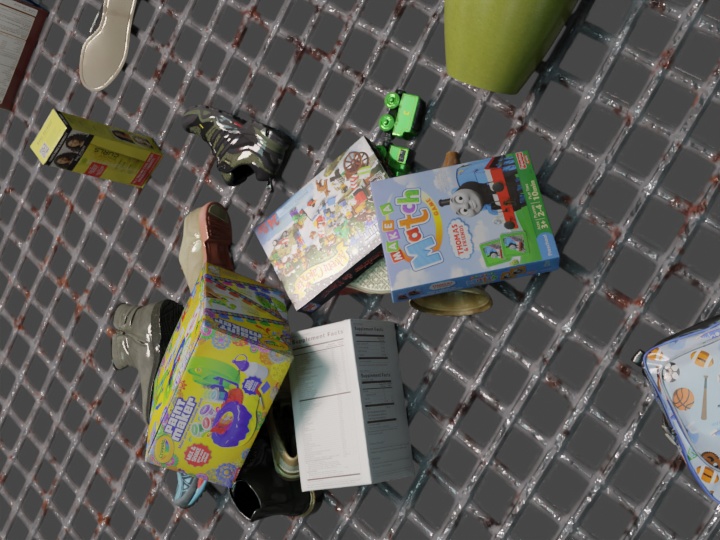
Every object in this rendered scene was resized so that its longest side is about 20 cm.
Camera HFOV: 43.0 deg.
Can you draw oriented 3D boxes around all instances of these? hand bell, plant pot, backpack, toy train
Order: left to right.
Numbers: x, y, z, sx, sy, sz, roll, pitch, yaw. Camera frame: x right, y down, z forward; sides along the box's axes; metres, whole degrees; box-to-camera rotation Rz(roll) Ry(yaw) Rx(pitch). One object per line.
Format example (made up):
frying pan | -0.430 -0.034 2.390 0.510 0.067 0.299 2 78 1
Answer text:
toy train | 0.042 -0.141 1.219 0.056 0.042 0.203 15 93 22
hand bell | 0.113 -0.054 1.150 0.103 0.104 0.203 -10 67 31
plant pot | 0.174 -0.321 1.086 0.186 0.186 0.203 29 115 31
backpack | 0.390 0.136 0.907 0.198 0.154 0.193 -28 81 24

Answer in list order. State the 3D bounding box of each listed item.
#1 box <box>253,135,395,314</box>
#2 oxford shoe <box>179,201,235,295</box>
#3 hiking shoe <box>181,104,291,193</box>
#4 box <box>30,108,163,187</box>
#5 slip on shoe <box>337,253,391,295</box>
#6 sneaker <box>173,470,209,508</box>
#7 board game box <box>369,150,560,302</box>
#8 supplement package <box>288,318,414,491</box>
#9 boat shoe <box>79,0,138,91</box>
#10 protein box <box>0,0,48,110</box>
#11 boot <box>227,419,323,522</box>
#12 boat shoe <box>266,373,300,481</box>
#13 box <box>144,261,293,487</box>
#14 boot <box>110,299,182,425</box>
box | -0.032 -0.058 1.191 0.199 0.038 0.138 -39 64 16
oxford shoe | -0.233 0.002 1.370 0.073 0.070 0.203 -13 68 36
hiking shoe | -0.198 -0.180 1.356 0.198 0.075 0.102 20 93 32
box | -0.403 -0.185 1.414 0.076 0.199 0.050 -50 62 17
slip on shoe | 0.000 0.000 1.219 0.197 0.061 0.075 -4 76 28
sneaker | -0.262 0.242 1.334 0.079 0.094 0.203 -5 76 64
board game box | 0.120 -0.054 1.087 0.197 0.037 0.153 -12 62 2
supplement package | -0.014 0.172 1.180 0.112 0.109 0.203 -13 78 32
boat shoe | -0.419 -0.401 1.544 0.063 0.072 0.202 -113 44 -69
protein box | -0.713 -0.435 1.679 0.198 0.134 0.202 33 102 30
boot | -0.153 0.256 1.245 0.199 0.138 0.078 37 105 31
boat shoe | -0.101 0.175 1.232 0.071 0.077 0.202 -13 57 -10
box | -0.186 0.131 1.190 0.202 0.121 0.193 -63 17 18
boot | -0.338 0.146 1.428 0.129 0.067 0.203 -11 72 36
